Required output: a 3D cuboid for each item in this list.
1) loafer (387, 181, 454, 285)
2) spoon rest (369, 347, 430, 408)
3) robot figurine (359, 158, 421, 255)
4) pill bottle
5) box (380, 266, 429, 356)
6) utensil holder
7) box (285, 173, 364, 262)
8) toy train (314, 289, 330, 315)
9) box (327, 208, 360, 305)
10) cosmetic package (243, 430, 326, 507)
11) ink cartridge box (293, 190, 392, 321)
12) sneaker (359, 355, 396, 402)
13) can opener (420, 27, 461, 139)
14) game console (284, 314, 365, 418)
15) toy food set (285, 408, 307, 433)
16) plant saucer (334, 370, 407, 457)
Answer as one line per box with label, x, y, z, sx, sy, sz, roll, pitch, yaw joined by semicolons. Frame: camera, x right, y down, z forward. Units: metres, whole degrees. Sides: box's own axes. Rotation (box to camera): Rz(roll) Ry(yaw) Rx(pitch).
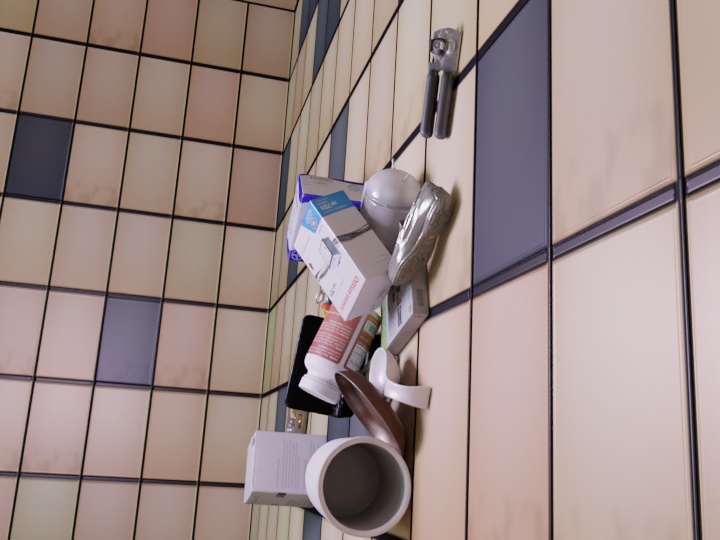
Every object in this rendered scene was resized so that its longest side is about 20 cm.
loafer;0.097;-0.063;1.337;0.070;0.070;0.201;49;123;34
spoon rest;0.055;0.201;1.383;0.200;0.060;0.100;-163;81;-66
robot figurine;0.056;-0.112;1.484;0.169;0.113;0.201;39;127;39
pill bottle;-0.045;0.164;1.554;0.201;0.112;0.112;-63;9;-15
box;0.081;0.062;1.467;0.200;0.036;0.145;121;153;-57
utensil holder;-0.012;0.393;1.416;0.200;0.169;0.171;138;137;-74
box;-0.080;-0.121;1.907;0.105;0.183;0.201;-100;21;-54
toy train;-0.083;0.142;1.963;0.150;0.055;0.201;-23;-49;-56
box;-0.029;-0.035;1.775;0.200;0.106;0.149;-104;15;-56
cosmetic package;-0.205;0.542;2.069;0.165;0.199;0.166;118;155;-58
ink cartridge box;-0.030;-0.028;1.460;0.200;0.086;0.147;56;146;23
sneaker;0.020;0.251;1.549;0.200;0.067;0.090;120;159;-52
can opener;0.149;-0.337;1.381;0.067;0.053;0.201;-4;-78;-71
game console;-0.067;0.211;1.663;0.176;0.116;0.201;34;-113;-73
toy food set;-0.211;0.464;2.432;0.200;0.060;0.144;180;96;-76
plant saucer;0.024;0.260;1.405;0.200;0.034;0.201;48;163;20
